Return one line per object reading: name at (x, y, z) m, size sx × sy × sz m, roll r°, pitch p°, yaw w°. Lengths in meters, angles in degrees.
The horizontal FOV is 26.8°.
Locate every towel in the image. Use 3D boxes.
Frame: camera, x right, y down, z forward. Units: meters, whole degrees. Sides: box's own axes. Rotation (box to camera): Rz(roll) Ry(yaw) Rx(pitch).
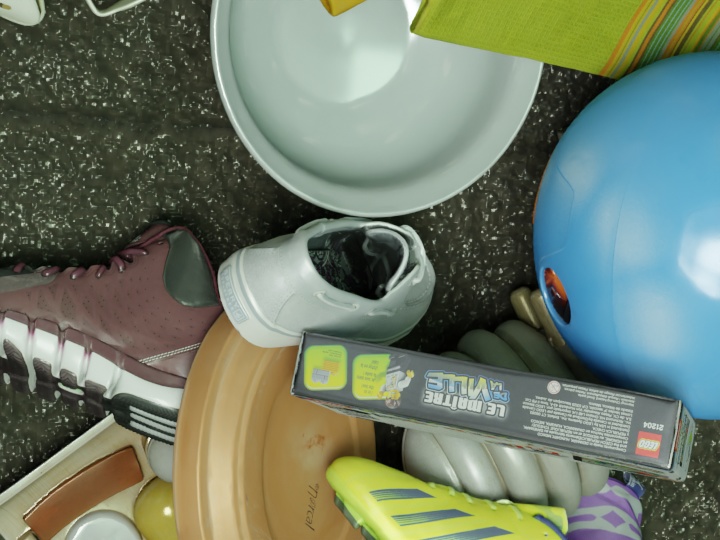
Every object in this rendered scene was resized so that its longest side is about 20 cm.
towel at (0.130, -0.145, 0.833) m, size 0.198 × 0.018 × 0.086 m, roll 8°, pitch 128°, yaw -26°

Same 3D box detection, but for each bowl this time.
bowl at (-0.001, -0.137, 0.863) m, size 0.199 × 0.090 × 0.203 m, roll -4°, pitch 101°, yaw -20°

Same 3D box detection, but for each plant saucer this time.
plant saucer at (-0.039, 0.111, 0.852) m, size 0.200 × 0.032 × 0.203 m, roll 6°, pitch 83°, yaw -62°

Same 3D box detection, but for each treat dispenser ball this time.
treat dispenser ball at (0.194, -0.019, 0.834) m, size 0.199 × 0.201 × 0.203 m, roll -3°, pitch 100°, yaw -20°

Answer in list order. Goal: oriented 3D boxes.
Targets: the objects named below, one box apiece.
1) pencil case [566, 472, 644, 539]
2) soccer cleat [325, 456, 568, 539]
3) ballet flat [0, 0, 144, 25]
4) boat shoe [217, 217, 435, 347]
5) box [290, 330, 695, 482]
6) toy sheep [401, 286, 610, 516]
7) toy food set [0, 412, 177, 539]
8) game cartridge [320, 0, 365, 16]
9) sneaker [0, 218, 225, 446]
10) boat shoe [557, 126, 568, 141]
pencil case at (0.146, 0.223, 0.929) m, size 0.083 × 0.201 × 0.086 m, roll -23°, pitch 129°, yaw 23°
soccer cleat at (0.072, 0.155, 0.853) m, size 0.199 × 0.065 × 0.084 m, roll 35°, pitch 88°, yaw 0°
ballet flat at (-0.164, -0.164, 0.813) m, size 0.198 × 0.067 × 0.064 m, roll -16°, pitch 115°, yaw -16°
boat shoe at (0.000, 0.000, 0.846) m, size 0.199 × 0.068 × 0.073 m, roll 8°, pitch 61°, yaw -58°
box at (0.073, 0.074, 0.802) m, size 0.198 × 0.110 × 0.035 m, roll 10°, pitch 82°, yaw 17°
toy sheep at (0.089, 0.094, 0.917) m, size 0.199 × 0.138 × 0.139 m, roll -28°, pitch 107°, yaw -7°
toy food set at (-0.110, 0.171, 0.889) m, size 0.143 × 0.060 × 0.201 m, roll -36°, pitch 109°, yaw -12°
game cartridge at (0.054, -0.233, 0.741) m, size 0.199 × 0.033 × 0.177 m, roll -27°, pitch 146°, yaw -8°
sneaker at (-0.158, 0.012, 0.845) m, size 0.198 × 0.076 × 0.116 m, roll 23°, pitch 65°, yaw -3°
boat shoe at (0.216, -0.069, 0.966) m, size 0.198 × 0.073 × 0.063 m, roll -3°, pitch 97°, yaw -25°
